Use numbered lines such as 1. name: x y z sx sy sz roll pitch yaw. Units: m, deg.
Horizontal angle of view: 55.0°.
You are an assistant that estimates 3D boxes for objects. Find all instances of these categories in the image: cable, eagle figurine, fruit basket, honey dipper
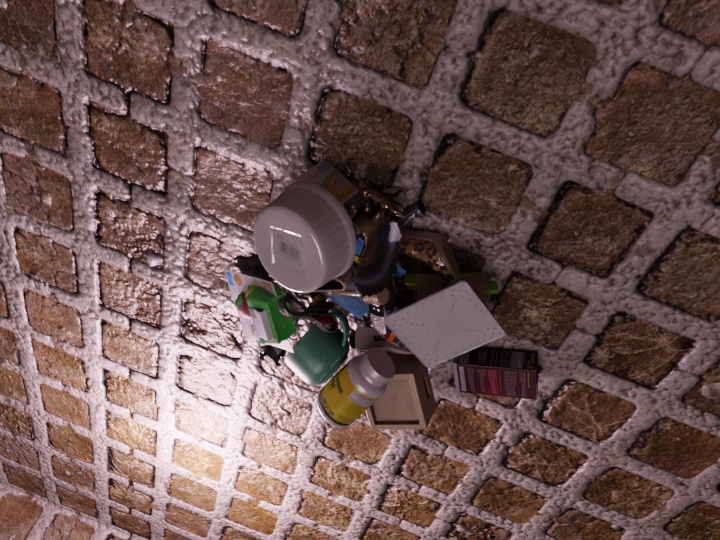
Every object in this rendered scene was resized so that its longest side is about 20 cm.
1. cable: -0.116 0.099 1.548 0.050 0.198 0.100 -19 80 37
2. eagle figurine: 0.010 -0.075 1.385 0.147 0.153 0.203 9 126 -11
3. fruit basket: -0.245 0.098 1.627 0.197 0.093 0.189 9 122 39
4. honey dipper: -0.014 0.050 1.483 0.198 0.038 0.038 0 136 52

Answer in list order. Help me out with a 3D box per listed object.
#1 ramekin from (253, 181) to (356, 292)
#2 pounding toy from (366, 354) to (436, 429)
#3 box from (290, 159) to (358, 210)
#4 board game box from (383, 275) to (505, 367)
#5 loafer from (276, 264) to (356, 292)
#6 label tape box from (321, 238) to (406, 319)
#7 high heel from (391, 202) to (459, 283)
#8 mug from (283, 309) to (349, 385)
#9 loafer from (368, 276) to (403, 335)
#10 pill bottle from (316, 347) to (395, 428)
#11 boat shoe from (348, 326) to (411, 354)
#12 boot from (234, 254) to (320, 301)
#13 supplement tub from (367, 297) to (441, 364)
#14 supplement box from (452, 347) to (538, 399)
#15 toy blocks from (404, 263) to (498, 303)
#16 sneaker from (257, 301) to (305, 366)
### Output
1. ramekin: -0.113 -0.057 1.331 0.197 0.097 0.204 20 128 28
2. pounding toy: 0.092 0.317 1.770 0.180 0.142 0.204 -6 112 25
3. box: -0.103 -0.110 1.438 0.101 0.112 0.201 41 136 8
4. board game box: 0.177 0.112 1.462 0.197 0.026 0.200 -26 130 22
5. loafer: -0.106 0.017 1.516 0.195 0.063 0.073 -5 126 25
6. label tape box: 0.000 0.000 1.550 0.143 0.064 0.200 34 131 -12
7. high heel: 0.117 -0.030 1.466 0.141 0.072 0.202 -28 101 31
8. mug: -0.093 0.198 1.682 0.114 0.152 0.186 43 149 5
9. loafer: 0.051 0.039 1.488 0.072 0.070 0.204 25 132 42
10. pill bottle: -0.009 0.275 1.644 0.111 0.113 0.200 35 121 -14
11. boat shoe: 0.068 0.168 1.688 0.195 0.077 0.093 4 170 -3
12. boot: -0.189 0.020 1.650 0.172 0.070 0.201 -19 118 40
13. supplement tub: 0.117 0.131 1.596 0.196 0.108 0.108 25 135 -4
14. supplement box: 0.324 0.243 1.654 0.195 0.062 0.110 4 133 19
15. toy blocks: 0.193 0.069 1.520 0.194 0.102 0.138 -2 141 -1
16. sneaker: -0.196 0.166 1.712 0.076 0.143 0.200 15 147 -27
